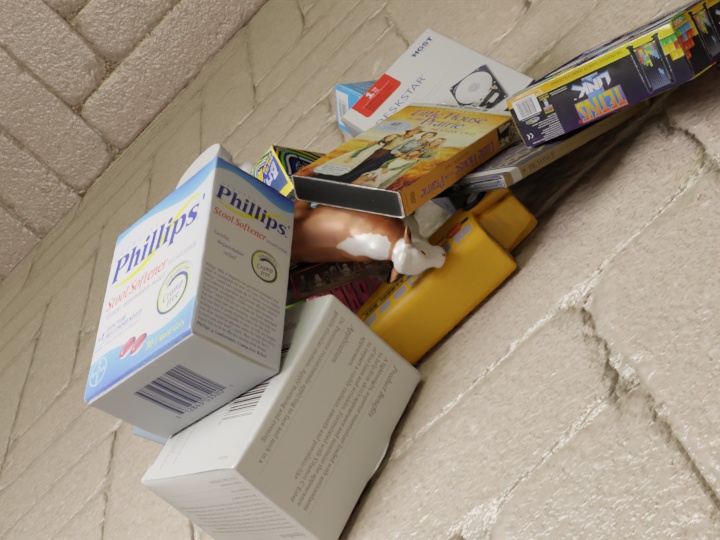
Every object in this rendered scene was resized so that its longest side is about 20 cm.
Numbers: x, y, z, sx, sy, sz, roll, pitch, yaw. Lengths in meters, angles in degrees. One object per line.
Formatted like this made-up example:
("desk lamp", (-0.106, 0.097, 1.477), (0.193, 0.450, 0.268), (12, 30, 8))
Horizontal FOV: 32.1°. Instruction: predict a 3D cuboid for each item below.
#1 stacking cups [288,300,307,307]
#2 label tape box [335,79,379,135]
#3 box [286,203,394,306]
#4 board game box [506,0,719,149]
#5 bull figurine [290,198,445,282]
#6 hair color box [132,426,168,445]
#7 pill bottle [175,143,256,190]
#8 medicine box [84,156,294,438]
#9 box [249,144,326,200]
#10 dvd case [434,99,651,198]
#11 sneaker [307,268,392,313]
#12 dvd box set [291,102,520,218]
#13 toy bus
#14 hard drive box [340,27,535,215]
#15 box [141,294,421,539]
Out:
("stacking cups", (-0.078, 0.012, 1.479), (0.060, 0.060, 0.203), (-17, 47, 54))
("label tape box", (0.079, -0.215, 1.613), (0.196, 0.064, 0.144), (-8, 16, -12))
("box", (-0.050, -0.026, 1.331), (0.197, 0.040, 0.137), (-19, 30, -7))
("board game box", (0.259, -0.194, 1.170), (0.164, 0.057, 0.199), (-32, 8, -41))
("bull figurine", (0.001, -0.043, 1.235), (0.197, 0.066, 0.122), (4, 33, 28))
("hair color box", (-0.213, 0.104, 1.520), (0.099, 0.060, 0.203), (-49, -23, -86))
("pill bottle", (-0.142, -0.067, 1.632), (0.112, 0.200, 0.113), (-39, 22, 19))
("medicine box", (-0.162, 0.028, 1.199), (0.181, 0.102, 0.203), (-32, 42, 38))
("box", (-0.041, -0.090, 1.457), (0.070, 0.198, 0.065), (-45, 61, 30))
("dvd case", (0.172, -0.122, 1.244), (0.198, 0.016, 0.148), (-30, 12, -26))
("sneaker", (0.000, 0.000, 1.391), (0.198, 0.074, 0.087), (5, 39, 48))
("dvd box set", (0.048, -0.115, 1.248), (0.145, 0.030, 0.199), (13, 35, 41))
("toy bus", (0.087, 0.004, 1.233), (0.200, 0.065, 0.079), (-44, 21, 11))
("hard drive box", (0.097, -0.166, 1.402), (0.156, 0.077, 0.199), (-47, 42, -6))
("box", (-0.077, 0.153, 1.202), (0.199, 0.131, 0.200), (-20, 34, 53))
